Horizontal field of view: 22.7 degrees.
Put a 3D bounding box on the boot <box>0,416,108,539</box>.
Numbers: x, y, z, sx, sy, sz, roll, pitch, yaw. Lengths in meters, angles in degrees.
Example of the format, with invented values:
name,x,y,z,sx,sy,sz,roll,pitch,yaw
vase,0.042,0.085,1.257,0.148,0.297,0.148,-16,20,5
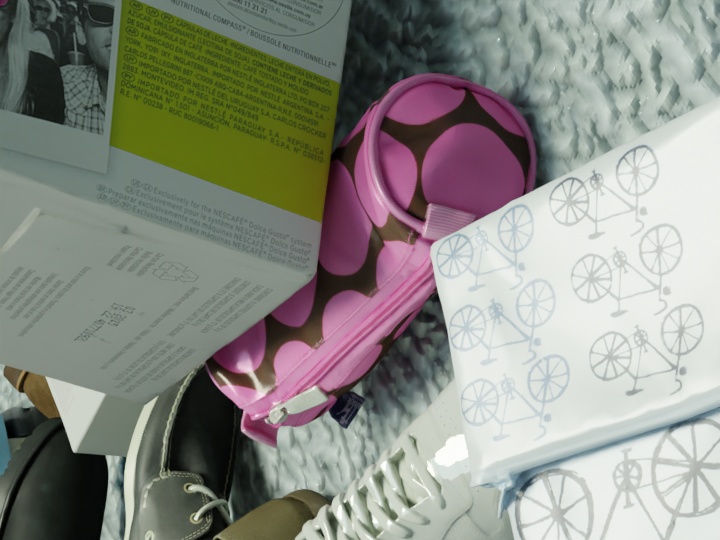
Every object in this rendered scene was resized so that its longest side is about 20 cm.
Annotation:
name,x,y,z,sx,sy,sz,roll,pitch,yaw
boot,-0.154,0.187,1.055,0.162,0.073,0.199,6,60,32

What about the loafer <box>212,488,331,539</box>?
name,x,y,z,sx,sy,sz,roll,pitch,yaw
loafer,-0.049,0.211,0.904,0.076,0.067,0.201,-1,88,61

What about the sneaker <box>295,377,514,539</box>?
name,x,y,z,sx,sy,sz,roll,pitch,yaw
sneaker,0.022,0.110,0.769,0.200,0.080,0.077,-63,37,36

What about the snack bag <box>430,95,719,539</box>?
name,x,y,z,sx,sy,sz,roll,pitch,yaw
snack bag,0.109,0.050,0.626,0.188,0.021,0.201,-25,67,41

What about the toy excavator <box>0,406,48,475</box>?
name,x,y,z,sx,sy,sz,roll,pitch,yaw
toy excavator,-0.290,0.145,1.198,0.195,0.199,0.100,-55,45,46

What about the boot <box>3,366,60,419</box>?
name,x,y,z,sx,sy,sz,roll,pitch,yaw
boot,-0.154,0.030,1.116,0.075,0.074,0.200,47,133,14

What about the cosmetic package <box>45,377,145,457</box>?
name,x,y,z,sx,sy,sz,roll,pitch,yaw
cosmetic package,-0.114,0.005,1.011,0.200,0.050,0.083,-58,43,28

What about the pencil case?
name,x,y,z,sx,sy,sz,roll,pitch,yaw
pencil case,0.000,0.000,0.803,0.200,0.091,0.094,-50,16,50

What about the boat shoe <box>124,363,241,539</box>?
name,x,y,z,sx,sy,sz,roll,pitch,yaw
boat shoe,-0.090,0.141,0.964,0.067,0.072,0.201,-10,62,43

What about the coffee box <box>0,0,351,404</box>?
name,x,y,z,sx,sy,sz,roll,pitch,yaw
coffee box,-0.137,-0.081,0.813,0.200,0.199,0.199,-35,43,54
